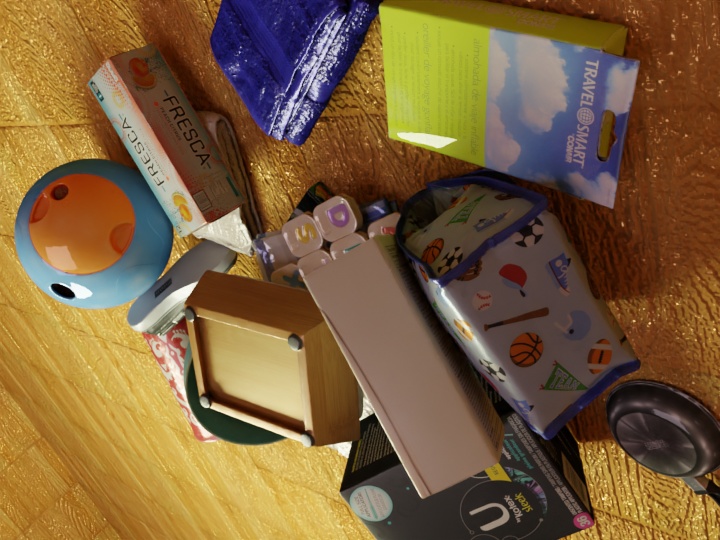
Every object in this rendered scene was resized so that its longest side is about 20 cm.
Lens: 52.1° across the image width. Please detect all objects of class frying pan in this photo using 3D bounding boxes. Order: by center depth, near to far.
[{"bbox_3d":[0.297,0.184,0.704,0.115,0.031,0.190,-1,122,49],"label":"frying pan"}]

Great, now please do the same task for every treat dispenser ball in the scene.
[{"bbox_3d":[-0.354,-0.049,0.989,0.201,0.201,0.201,28,142,24],"label":"treat dispenser ball"}]

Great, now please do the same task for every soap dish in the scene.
[{"bbox_3d":[-0.096,0.094,0.784,0.200,0.081,0.157,11,116,33],"label":"soap dish"}]

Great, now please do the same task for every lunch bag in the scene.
[{"bbox_3d":[0.116,0.012,0.622,0.170,0.124,0.200,56,176,-18],"label":"lunch bag"}]

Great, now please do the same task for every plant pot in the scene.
[{"bbox_3d":[-0.138,0.106,0.960,0.135,0.200,0.200,43,160,60],"label":"plant pot"}]

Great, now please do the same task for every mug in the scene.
[{"bbox_3d":[-0.226,0.140,1.145,0.177,0.133,0.200,-20,109,17],"label":"mug"}]

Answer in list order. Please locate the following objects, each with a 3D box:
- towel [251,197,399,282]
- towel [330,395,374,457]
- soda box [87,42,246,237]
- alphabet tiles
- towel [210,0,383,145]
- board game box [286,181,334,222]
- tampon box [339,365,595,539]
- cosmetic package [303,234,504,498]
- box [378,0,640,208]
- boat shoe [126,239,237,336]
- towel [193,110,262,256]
[{"bbox_3d":[-0.026,0.012,0.785,0.200,0.024,0.147,-13,96,38],"label":"towel"},{"bbox_3d":[-0.023,0.128,0.862,0.132,0.034,0.200,17,115,34],"label":"towel"},{"bbox_3d":[-0.212,-0.141,0.815,0.068,0.064,0.200,-18,104,48],"label":"soda box"},{"bbox_3d":[-0.007,0.027,0.751,0.196,0.015,0.200,-23,95,38],"label":"alphabet tiles"},{"bbox_3d":[-0.069,-0.213,0.636,0.148,0.050,0.200,53,146,7],"label":"towel"},{"bbox_3d":[0.000,0.000,0.827,0.200,0.023,0.105,46,144,1],"label":"board game box"},{"bbox_3d":[0.106,0.203,0.753,0.200,0.126,0.150,-31,105,19],"label":"tampon box"},{"bbox_3d":[0.041,0.073,0.618,0.073,0.104,0.200,-30,86,13],"label":"cosmetic package"},{"bbox_3d":[0.109,-0.133,0.551,0.200,0.048,0.122,24,140,30],"label":"box"},{"bbox_3d":[-0.237,0.025,1.018,0.200,0.069,0.057,-34,136,21],"label":"boat shoe"},{"bbox_3d":[-0.191,-0.110,0.904,0.132,0.034,0.200,19,137,32],"label":"towel"}]
